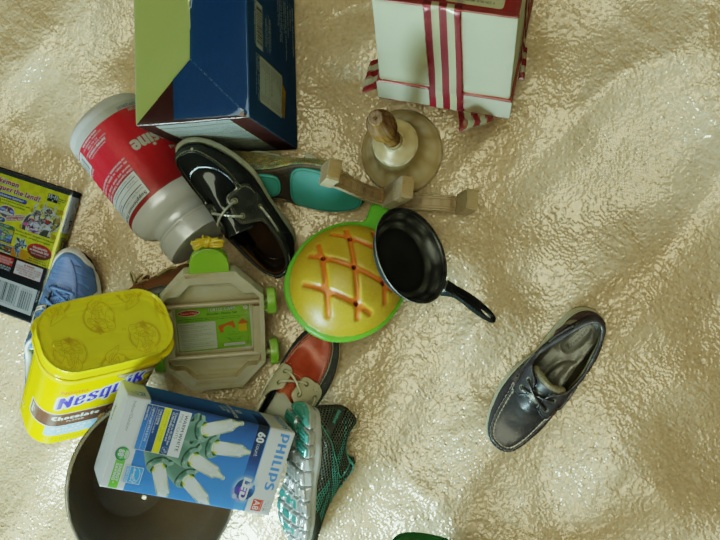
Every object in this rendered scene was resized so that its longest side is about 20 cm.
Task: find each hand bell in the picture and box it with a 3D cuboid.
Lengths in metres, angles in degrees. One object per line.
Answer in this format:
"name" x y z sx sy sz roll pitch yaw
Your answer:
"hand bell" 0.035 -0.152 0.975 0.102 0.200 0.106 0 87 10

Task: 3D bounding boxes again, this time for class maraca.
"maraca" 0.000 0.000 1.029 0.199 0.107 0.138 -37 85 -19

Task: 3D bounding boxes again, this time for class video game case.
"video game case" -0.488 -0.044 1.156 0.197 0.025 0.184 17 91 11

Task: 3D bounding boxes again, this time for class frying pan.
"frying pan" 0.083 -0.007 1.014 0.031 0.188 0.117 -24 59 44

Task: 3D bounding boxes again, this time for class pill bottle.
"pill bottle" -0.261 -0.112 1.072 0.112 0.112 0.201 -41 82 6

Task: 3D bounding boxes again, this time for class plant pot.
"plant pot" -0.262 0.254 1.035 0.197 0.134 0.204 4 81 -27

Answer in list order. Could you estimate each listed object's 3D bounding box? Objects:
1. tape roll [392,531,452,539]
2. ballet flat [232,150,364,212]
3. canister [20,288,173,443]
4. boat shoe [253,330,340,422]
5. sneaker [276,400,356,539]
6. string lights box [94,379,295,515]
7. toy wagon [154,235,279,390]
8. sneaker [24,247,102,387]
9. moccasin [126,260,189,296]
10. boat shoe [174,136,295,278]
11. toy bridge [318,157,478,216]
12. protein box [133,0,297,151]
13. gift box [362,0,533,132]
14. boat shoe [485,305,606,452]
"tape roll" 0.118 0.356 0.941 0.197 0.200 0.049 21 93 10
"ballet flat" -0.089 -0.118 1.065 0.196 0.071 0.072 4 89 -1
"canister" -0.311 0.116 0.998 0.087 0.147 0.201 62 143 21
"boat shoe" -0.089 0.156 1.057 0.071 0.063 0.202 32 92 12
"sneaker" -0.046 0.251 1.040 0.077 0.090 0.204 33 121 52
"string lights box" -0.184 0.200 0.963 0.197 0.059 0.105 17 92 -25
"toy wagon" -0.177 0.050 1.045 0.152 0.040 0.204 -4 112 -9
"sneaker" -0.382 0.072 1.101 0.074 0.077 0.204 9 92 0
"moccasin" -0.266 0.038 1.089 0.199 0.078 0.074 -30 114 4
"boat shoe" -0.146 -0.074 1.018 0.071 0.068 0.201 -25 123 24
"toy bridge" 0.044 -0.092 1.021 0.196 0.067 0.028 10 78 -19
"protein box" -0.163 -0.254 1.014 0.132 0.200 0.203 -2 88 10
"gift box" 0.099 -0.278 0.967 0.181 0.187 0.203 15 67 13
"boat shoe" 0.214 0.128 1.000 0.072 0.065 0.201 40 96 8
